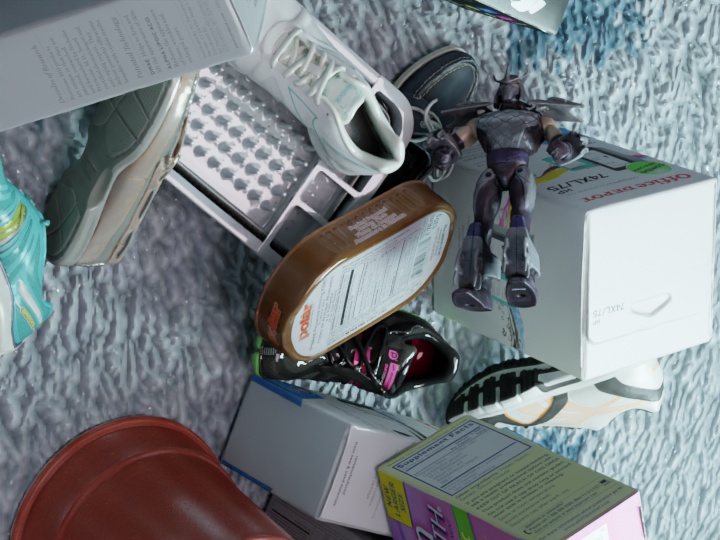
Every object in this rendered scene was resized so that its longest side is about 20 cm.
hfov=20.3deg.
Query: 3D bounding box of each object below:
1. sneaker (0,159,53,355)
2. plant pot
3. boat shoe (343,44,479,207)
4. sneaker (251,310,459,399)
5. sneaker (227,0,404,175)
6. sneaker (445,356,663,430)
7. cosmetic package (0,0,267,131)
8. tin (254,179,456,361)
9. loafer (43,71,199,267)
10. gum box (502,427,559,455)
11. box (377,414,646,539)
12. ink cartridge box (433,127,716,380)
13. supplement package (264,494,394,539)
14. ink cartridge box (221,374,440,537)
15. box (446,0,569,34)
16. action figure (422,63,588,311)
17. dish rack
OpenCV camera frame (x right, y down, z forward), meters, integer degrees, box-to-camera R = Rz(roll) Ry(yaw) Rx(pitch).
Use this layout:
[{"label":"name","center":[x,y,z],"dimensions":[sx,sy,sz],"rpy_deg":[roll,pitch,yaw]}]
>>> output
[{"label":"sneaker","center":[-0.266,-0.035,1.440],"dimensions":[0.080,0.077,0.201],"rpy_deg":[-34,131,-40]},{"label":"plant pot","center":[-0.137,0.238,1.538],"dimensions":[0.200,0.195,0.202],"rpy_deg":[-13,113,-33]},{"label":"boat shoe","center":[0.036,-0.100,1.637],"dimensions":[0.200,0.062,0.075],"rpy_deg":[-46,125,-15]},{"label":"sneaker","center":[0.000,0.063,1.652],"dimensions":[0.199,0.084,0.077],"rpy_deg":[0,105,-37]},{"label":"sneaker","center":[-0.034,-0.146,1.495],"dimensions":[0.200,0.080,0.071],"rpy_deg":[44,80,-25]},{"label":"sneaker","center":[0.169,0.114,1.744],"dimensions":[0.080,0.199,0.074],"rpy_deg":[64,22,-24]},{"label":"cosmetic package","center":[-0.169,-0.170,1.370],"dimensions":[0.199,0.102,0.074],"rpy_deg":[-16,121,16]},{"label":"tin","center":[0.000,0.000,1.583],"dimensions":[0.200,0.042,0.112],"rpy_deg":[-30,143,-37]},{"label":"loafer","center":[-0.164,-0.082,1.460],"dimensions":[0.063,0.072,0.200],"rpy_deg":[10,128,-39]},{"label":"gum box","center":[0.119,0.245,1.747],"dimensions":[0.044,0.170,0.201],"rpy_deg":[32,85,-39]},{"label":"box","center":[0.124,0.231,1.536],"dimensions":[0.096,0.200,0.177],"rpy_deg":[-27,119,-29]},{"label":"ink cartridge box","center":[0.177,-0.018,1.681],"dimensions":[0.146,0.200,0.147],"rpy_deg":[-14,113,-33]},{"label":"supplement package","center":[-0.017,0.312,1.680],"dimensions":[0.151,0.150,0.201],"rpy_deg":[23,91,-40]},{"label":"ink cartridge box","center":[0.011,0.162,1.653],"dimensions":[0.199,0.146,0.086],"rpy_deg":[17,93,-39]},{"label":"box","center":[0.073,-0.289,1.562],"dimensions":[0.199,0.124,0.149],"rpy_deg":[17,95,-38]},{"label":"action figure","center":[0.114,-0.070,1.563],"dimensions":[0.069,0.129,0.201],"rpy_deg":[39,51,-56]},{"label":"dish rack","center":[-0.071,-0.112,1.550],"dimensions":[0.200,0.043,0.172],"rpy_deg":[39,81,-28]}]
